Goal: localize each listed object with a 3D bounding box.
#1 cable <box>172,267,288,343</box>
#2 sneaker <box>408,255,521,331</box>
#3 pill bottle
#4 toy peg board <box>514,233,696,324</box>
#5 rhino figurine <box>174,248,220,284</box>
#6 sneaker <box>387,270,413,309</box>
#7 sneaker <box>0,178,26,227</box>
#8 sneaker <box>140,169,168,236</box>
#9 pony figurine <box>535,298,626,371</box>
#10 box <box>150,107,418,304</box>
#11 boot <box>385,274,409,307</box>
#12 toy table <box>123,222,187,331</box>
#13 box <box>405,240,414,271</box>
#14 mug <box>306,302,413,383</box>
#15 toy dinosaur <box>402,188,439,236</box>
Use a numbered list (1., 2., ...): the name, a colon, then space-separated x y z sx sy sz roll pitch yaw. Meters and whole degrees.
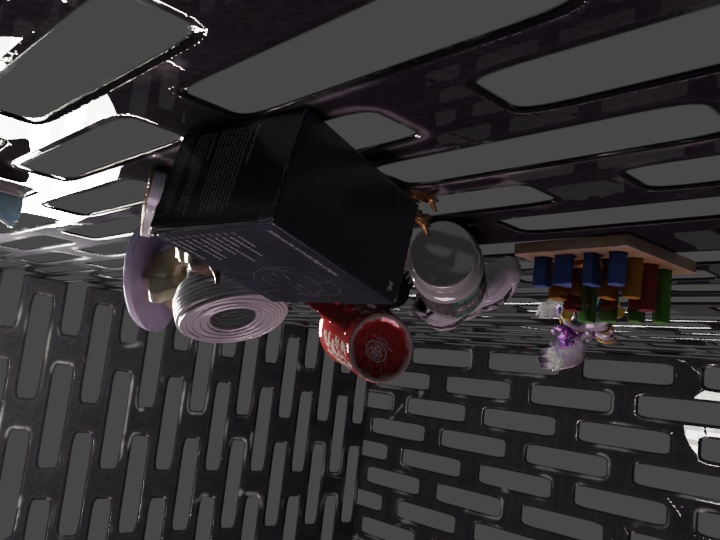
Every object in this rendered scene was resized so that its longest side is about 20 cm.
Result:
1. cable: -0.212 0.057 1.213 0.196 0.071 0.200 4 149 -30
2. sneaker: 0.173 0.036 1.230 0.198 0.076 0.114 -35 152 27
3. pill bottle: 0.132 0.001 1.094 0.110 0.116 0.200 5 168 13
4. toy peg board: 0.366 0.021 1.103 0.196 0.100 0.198 14 169 -38
5. rhino figurine: -0.208 -0.024 1.036 0.086 0.061 0.199 -25 -159 -22
6. sneaker: 0.008 0.047 1.395 0.199 0.077 0.114 -35 -153 -30
7. sneaker: -0.627 -0.109 1.129 0.195 0.084 0.074 7 171 -1
8. sneaker: -0.254 -0.082 1.037 0.106 0.072 0.200 11 167 -15
9. pony figurine: 0.464 0.114 1.535 0.189 0.170 0.201 -4 153 16
10. box: -0.078 -0.056 0.777 0.194 0.126 0.199 2 158 41
11. boot: 0.000 0.000 1.273 0.199 0.070 0.174 37 173 7
12. toy table: -0.335 0.018 1.299 0.115 0.204 0.183 11 -150 29
13. box: 0.112 -0.015 1.233 0.198 0.042 0.039 16 -157 -49
14. mug: -0.009 0.110 1.208 0.173 0.137 0.200 7 -177 -13
15. toy dinosaur: 0.034 -0.077 0.873 0.104 0.062 0.199 5 171 24
